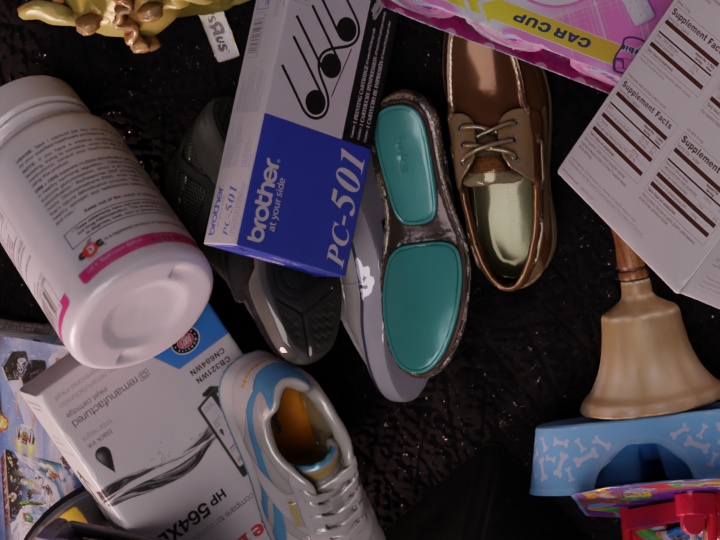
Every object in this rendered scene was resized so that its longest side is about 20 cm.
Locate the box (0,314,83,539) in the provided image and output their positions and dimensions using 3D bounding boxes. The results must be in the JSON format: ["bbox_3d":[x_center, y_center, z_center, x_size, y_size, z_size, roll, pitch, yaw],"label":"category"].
[{"bbox_3d":[-0.246,0.140,1.459,0.136,0.040,0.201,10,111,8],"label":"box"}]

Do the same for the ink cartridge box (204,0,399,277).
[{"bbox_3d":[-0.037,-0.104,1.255,0.094,0.044,0.201,17,82,-35],"label":"ink cartridge box"}]

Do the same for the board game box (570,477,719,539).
[{"bbox_3d":[0.230,0.177,1.286,0.157,0.200,0.039,-4,75,10],"label":"board game box"}]

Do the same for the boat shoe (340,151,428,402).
[{"bbox_3d":[0.000,0.000,1.348,0.070,0.071,0.201,1,115,39],"label":"boat shoe"}]

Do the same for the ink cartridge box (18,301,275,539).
[{"bbox_3d":[-0.133,0.129,1.370,0.146,0.084,0.200,-37,102,-16],"label":"ink cartridge box"}]

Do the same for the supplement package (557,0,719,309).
[{"bbox_3d":[0.272,-0.081,1.156,0.191,0.147,0.200,19,112,-40],"label":"supplement package"}]

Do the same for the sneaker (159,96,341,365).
[{"bbox_3d":[-0.085,-0.012,1.328,0.114,0.076,0.200,-40,71,44],"label":"sneaker"}]

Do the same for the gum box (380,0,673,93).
[{"bbox_3d":[0.117,-0.201,1.222,0.199,0.066,0.114,22,86,5],"label":"gum box"}]

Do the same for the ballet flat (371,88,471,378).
[{"bbox_3d":[0.047,-0.028,1.307,0.067,0.075,0.201,-4,96,20],"label":"ballet flat"}]

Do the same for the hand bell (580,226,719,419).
[{"bbox_3d":[0.191,-0.005,1.301,0.104,0.104,0.201,-8,94,15],"label":"hand bell"}]

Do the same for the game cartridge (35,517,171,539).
[{"bbox_3d":[-0.152,0.245,1.333,0.200,0.038,0.130,-2,117,54],"label":"game cartridge"}]

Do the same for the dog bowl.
[{"bbox_3d":[0.212,0.124,1.310,0.199,0.111,0.050,-9,87,25],"label":"dog bowl"}]

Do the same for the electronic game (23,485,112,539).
[{"bbox_3d":[-0.173,0.248,1.448,0.199,0.042,0.201,-4,112,-11],"label":"electronic game"}]

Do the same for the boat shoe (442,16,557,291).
[{"bbox_3d":[0.098,-0.080,1.286,0.075,0.074,0.201,-9,107,15],"label":"boat shoe"}]

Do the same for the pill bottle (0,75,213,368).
[{"bbox_3d":[-0.197,-0.038,1.303,0.113,0.113,0.200,-51,57,23],"label":"pill bottle"}]

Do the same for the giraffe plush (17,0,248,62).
[{"bbox_3d":[-0.157,-0.213,1.247,0.172,0.162,0.200,-34,99,20],"label":"giraffe plush"}]

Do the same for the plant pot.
[{"bbox_3d":[0.084,0.289,1.366,0.200,0.178,0.199,45,113,-7],"label":"plant pot"}]

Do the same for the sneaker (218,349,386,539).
[{"bbox_3d":[-0.034,0.153,1.319,0.076,0.081,0.201,-34,110,-19],"label":"sneaker"}]
